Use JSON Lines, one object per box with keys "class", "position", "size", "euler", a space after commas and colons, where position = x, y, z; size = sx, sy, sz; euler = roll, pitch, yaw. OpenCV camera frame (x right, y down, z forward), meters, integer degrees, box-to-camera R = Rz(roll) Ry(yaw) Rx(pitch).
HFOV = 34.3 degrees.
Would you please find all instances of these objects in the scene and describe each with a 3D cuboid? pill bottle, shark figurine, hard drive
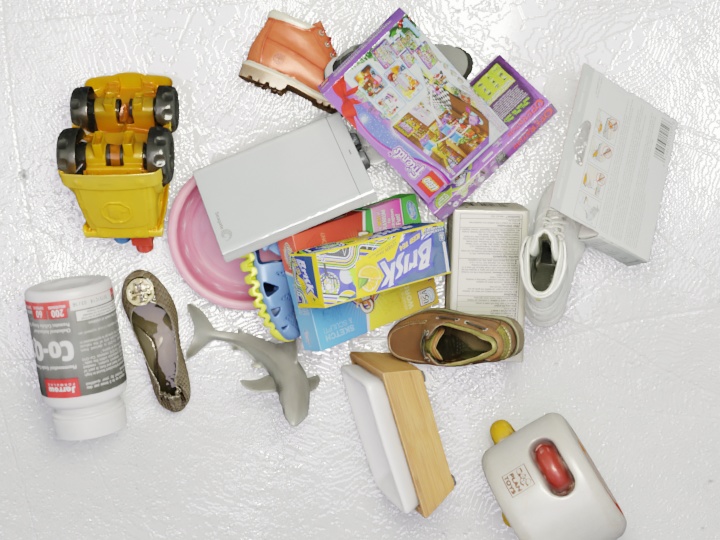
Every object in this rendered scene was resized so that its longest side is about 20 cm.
{"class": "pill bottle", "position": [-0.369, 0.114, 1.535], "size": [0.113, 0.114, 0.201], "euler": [-7, 100, 1]}
{"class": "shark figurine", "position": [-0.124, 0.104, 1.548], "size": [0.214, 0.128, 0.090], "euler": [35, 124, 20]}
{"class": "hard drive", "position": [-0.095, -0.105, 1.435], "size": [0.199, 0.027, 0.132], "euler": [-23, 61, -1]}

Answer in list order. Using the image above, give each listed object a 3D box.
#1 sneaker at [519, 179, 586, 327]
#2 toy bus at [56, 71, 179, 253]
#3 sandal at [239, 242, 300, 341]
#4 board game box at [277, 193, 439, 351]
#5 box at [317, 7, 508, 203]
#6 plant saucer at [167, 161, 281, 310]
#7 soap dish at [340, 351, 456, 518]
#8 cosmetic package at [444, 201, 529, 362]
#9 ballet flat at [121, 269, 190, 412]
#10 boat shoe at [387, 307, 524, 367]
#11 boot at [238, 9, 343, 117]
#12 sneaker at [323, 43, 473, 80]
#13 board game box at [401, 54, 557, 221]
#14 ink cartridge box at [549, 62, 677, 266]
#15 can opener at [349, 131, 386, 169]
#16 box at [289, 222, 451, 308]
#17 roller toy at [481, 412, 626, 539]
{"class": "sneaker", "position": [0.243, -0.041, 1.452], "size": [0.073, 0.116, 0.201], "euler": [6, 69, 14]}
{"class": "toy bus", "position": [-0.292, -0.126, 1.481], "size": [0.135, 0.201, 0.192], "euler": [-2, 137, 1]}
{"class": "sandal", "position": [-0.108, -0.007, 1.483], "size": [0.087, 0.080, 0.201], "euler": [-17, 102, -1]}
{"class": "board game box", "position": [0.000, 0.000, 1.496], "size": [0.199, 0.040, 0.154], "euler": [-21, 103, -33]}
{"class": "box", "position": [0.065, -0.196, 1.409], "size": [0.137, 0.039, 0.200], "euler": [-42, 116, 8]}
{"class": "plant saucer", "position": [-0.151, -0.050, 1.537], "size": [0.200, 0.051, 0.202], "euler": [0, 101, 0]}
{"class": "soap dish", "position": [0.049, 0.207, 1.539], "size": [0.081, 0.157, 0.201], "euler": [-19, 100, -13]}
{"class": "cosmetic package", "position": [0.162, 0.014, 1.530], "size": [0.103, 0.087, 0.201], "euler": [2, 100, -2]}
{"class": "ballet flat", "position": [-0.272, 0.097, 1.566], "size": [0.067, 0.046, 0.201], "euler": [-13, 100, 2]}
{"class": "boat shoe", "position": [0.104, 0.085, 1.464], "size": [0.199, 0.068, 0.072], "euler": [-9, 94, 40]}
{"class": "boot", "position": [-0.044, -0.259, 1.489], "size": [0.199, 0.075, 0.108], "euler": [22, 88, -9]}
{"class": "sneaker", "position": [0.057, -0.252, 1.457], "size": [0.199, 0.079, 0.074], "euler": [-9, 77, -26]}
{"class": "board game box", "position": [0.141, -0.170, 1.487], "size": [0.200, 0.120, 0.032], "euler": [-43, 136, 8]}
{"class": "ink cartridge box", "position": [0.306, -0.130, 1.453], "size": [0.173, 0.043, 0.201], "euler": [25, 72, -27]}
{"class": "can opener", "position": [-0.008, -0.143, 1.489], "size": [0.199, 0.067, 0.053], "euler": [-24, 73, -5]}
{"class": "box", "position": [0.015, -0.009, 1.442], "size": [0.199, 0.064, 0.070], "euler": [-15, 100, -35]}
{"class": "roller toy", "position": [0.246, 0.292, 1.533], "size": [0.139, 0.182, 0.200], "euler": [-32, 99, 7]}
